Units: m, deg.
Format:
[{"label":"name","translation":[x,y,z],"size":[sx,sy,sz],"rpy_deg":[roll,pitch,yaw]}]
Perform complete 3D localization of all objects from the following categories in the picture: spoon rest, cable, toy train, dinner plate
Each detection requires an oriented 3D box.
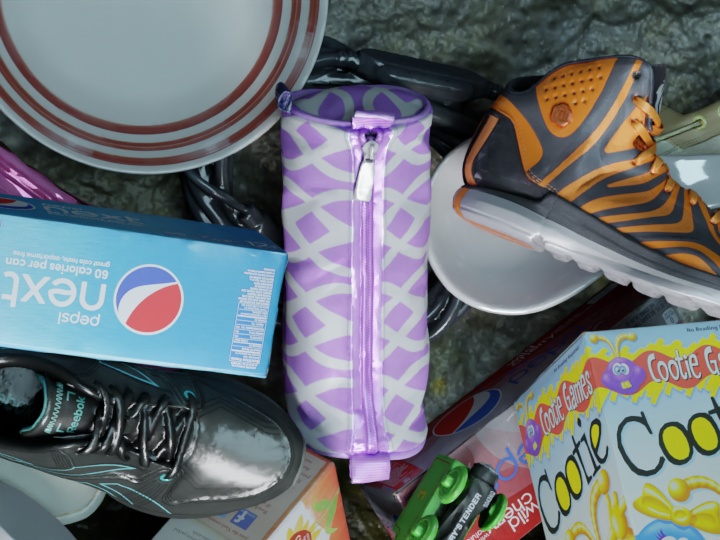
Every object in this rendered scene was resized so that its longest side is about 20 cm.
[{"label":"spoon rest","translation":[0.129,-0.035,1.258],"size":[0.198,0.061,0.100],"rpy_deg":[-11,83,-9]},{"label":"cable","translation":[-0.013,-0.042,1.280],"size":[0.198,0.051,0.165],"rpy_deg":[9,97,-22]},{"label":"toy train","translation":[0.010,0.185,1.233],"size":[0.042,0.056,0.201],"rpy_deg":[35,82,-21]},{"label":"dinner plate","translation":[-0.115,-0.147,1.219],"size":[0.198,0.024,0.202],"rpy_deg":[2,80,-13]}]

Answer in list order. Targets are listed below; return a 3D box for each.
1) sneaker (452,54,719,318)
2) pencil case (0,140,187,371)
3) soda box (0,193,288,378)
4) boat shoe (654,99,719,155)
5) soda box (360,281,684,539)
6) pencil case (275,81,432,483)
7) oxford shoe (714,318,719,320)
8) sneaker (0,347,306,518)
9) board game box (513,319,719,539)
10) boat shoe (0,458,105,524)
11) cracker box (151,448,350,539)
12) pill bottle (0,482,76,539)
[{"label":"sneaker","translation":[0.153,-0.046,1.197],"size":[0.199,0.078,0.113],"rpy_deg":[21,88,7]},{"label":"pencil case","translation":[-0.157,-0.008,1.194],"size":[0.199,0.093,0.091],"rpy_deg":[34,65,-21]},{"label":"soda box","translation":[-0.140,0.003,1.121],"size":[0.198,0.068,0.065],"rpy_deg":[8,98,-17]},{"label":"boat shoe","translation":[0.168,-0.065,1.339],"size":[0.199,0.074,0.067],"rpy_deg":[-16,82,-15]},{"label":"soda box","translation":[0.100,0.090,1.322],"size":[0.199,0.063,0.070],"rpy_deg":[-36,105,-15]},{"label":"pencil case","translation":[0.000,0.000,1.218],"size":[0.083,0.085,0.202],"rpy_deg":[-8,110,-18]},{"label":"oxford shoe","translation":[0.262,0.098,1.398],"size":[0.074,0.070,0.202],"rpy_deg":[-25,104,-44]},{"label":"sneaker","translation":[-0.123,0.078,1.134],"size":[0.198,0.079,0.076],"rpy_deg":[11,89,-7]},{"label":"board game box","translation":[0.164,0.139,1.219],"size":[0.104,0.103,0.202],"rpy_deg":[-5,68,-21]},{"label":"boat shoe","translation":[-0.225,0.082,1.191],"size":[0.198,0.062,0.076],"rpy_deg":[13,92,-20]},{"label":"cracker box","translation":[-0.083,0.195,1.198],"size":[0.200,0.057,0.135],"rpy_deg":[-49,148,-30]},{"label":"pill bottle","translation":[-0.221,0.201,1.154],"size":[0.104,0.104,0.200],"rpy_deg":[37,98,-20]}]
